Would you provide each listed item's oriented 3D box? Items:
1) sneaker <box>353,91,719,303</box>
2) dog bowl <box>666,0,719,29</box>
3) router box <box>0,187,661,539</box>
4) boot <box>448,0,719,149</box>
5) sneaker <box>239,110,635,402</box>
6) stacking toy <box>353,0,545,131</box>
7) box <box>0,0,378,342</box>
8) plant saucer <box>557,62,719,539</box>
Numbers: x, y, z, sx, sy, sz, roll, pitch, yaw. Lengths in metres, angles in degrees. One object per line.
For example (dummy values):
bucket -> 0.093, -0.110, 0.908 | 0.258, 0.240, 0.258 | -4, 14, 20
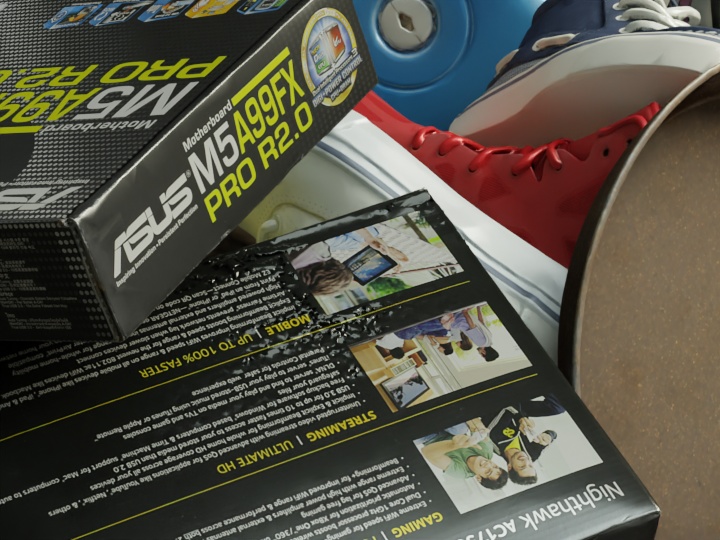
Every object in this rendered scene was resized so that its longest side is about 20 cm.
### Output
sneaker -> 0.066, -0.036, 0.982 | 0.200, 0.116, 0.078 | 43, 26, 20
dog bowl -> 0.204, -0.062, 1.119 | 0.200, 0.074, 0.201 | 20, 54, -30
router box -> -0.033, 0.066, 0.795 | 0.200, 0.051, 0.149 | -18, 51, -22
boot -> 0.106, -0.083, 1.027 | 0.073, 0.090, 0.200 | 39, -22, -20
sneaker -> 0.000, 0.000, 0.922 | 0.200, 0.073, 0.071 | 31, 57, 20
stacking toy -> 0.047, -0.124, 1.245 | 0.116, 0.110, 0.200 | 48, 19, 4
box -> -0.117, -0.038, 0.854 | 0.200, 0.044, 0.160 | 0, 31, 35
plant saucer -> 0.135, 0.021, 0.909 | 0.200, 0.201, 0.034 | -2, 7, -40
